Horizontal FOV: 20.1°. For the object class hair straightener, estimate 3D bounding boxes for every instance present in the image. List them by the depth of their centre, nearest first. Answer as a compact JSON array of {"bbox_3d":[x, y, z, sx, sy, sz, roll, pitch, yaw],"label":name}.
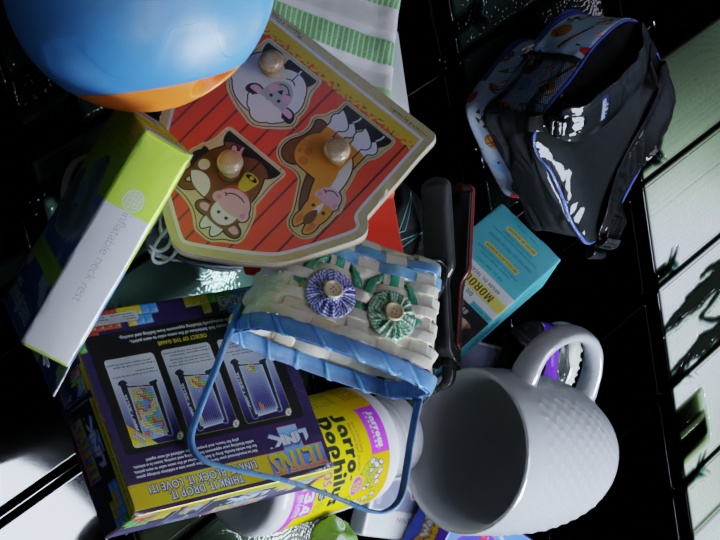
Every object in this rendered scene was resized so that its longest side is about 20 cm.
[{"bbox_3d":[0.060,0.016,1.790,0.077,0.041,0.202,14,80,-46],"label":"hair straightener"}]

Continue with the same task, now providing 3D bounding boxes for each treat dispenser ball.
[{"bbox_3d":[-0.159,-0.215,1.455,0.200,0.200,0.203,-15,111,-46],"label":"treat dispenser ball"}]

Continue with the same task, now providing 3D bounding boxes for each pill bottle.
[{"bbox_3d":[-0.036,0.160,1.763,0.199,0.104,0.105,-12,108,-47],"label":"pill bottle"}]

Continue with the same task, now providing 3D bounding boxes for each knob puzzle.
[{"bbox_3d":[-0.071,-0.088,1.540,0.221,0.218,0.031,-58,169,-20],"label":"knob puzzle"}]

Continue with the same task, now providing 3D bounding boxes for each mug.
[{"bbox_3d":[0.159,0.142,1.847,0.174,0.147,0.202,7,109,-47],"label":"mug"}]

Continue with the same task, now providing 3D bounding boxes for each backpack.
[{"bbox_3d":[0.205,-0.147,1.927,0.191,0.153,0.201,-47,137,-20],"label":"backpack"}]

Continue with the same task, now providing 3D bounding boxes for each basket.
[{"bbox_3d":[-0.030,0.072,1.571,0.175,0.139,0.202,17,83,-14],"label":"basket"}]

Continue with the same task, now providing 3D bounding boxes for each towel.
[{"bbox_3d":[-0.033,-0.212,1.651,0.151,0.023,0.202,16,68,-26],"label":"towel"}]

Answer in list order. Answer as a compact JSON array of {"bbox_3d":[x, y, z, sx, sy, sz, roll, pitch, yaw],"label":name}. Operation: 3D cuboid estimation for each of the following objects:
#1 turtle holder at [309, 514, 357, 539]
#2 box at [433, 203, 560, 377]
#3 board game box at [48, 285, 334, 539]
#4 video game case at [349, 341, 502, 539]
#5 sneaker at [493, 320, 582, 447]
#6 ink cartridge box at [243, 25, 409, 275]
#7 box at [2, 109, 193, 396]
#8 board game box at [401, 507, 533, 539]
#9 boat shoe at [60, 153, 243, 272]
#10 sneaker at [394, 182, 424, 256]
[{"bbox_3d":[-0.077,0.298,1.705,0.184,0.142,0.132,-21,127,5],"label":"turtle holder"},{"bbox_3d":[0.092,0.025,1.885,0.200,0.082,0.049,-39,168,-36],"label":"box"},{"bbox_3d":[-0.135,0.107,1.598,0.199,0.057,0.167,-8,71,-41],"label":"board game box"},{"bbox_3d":[0.075,0.162,1.952,0.181,0.023,0.202,15,88,-50],"label":"video game case"},{"bbox_3d":[0.147,0.144,1.970,0.099,0.069,0.202,8,92,-41],"label":"sneaker"},{"bbox_3d":[-0.032,-0.100,1.658,0.159,0.047,0.202,-1,75,-31],"label":"ink cartridge box"},{"bbox_3d":[-0.200,-0.019,1.488,0.047,0.122,0.201,29,95,-21],"label":"box"},{"bbox_3d":[0.104,0.302,1.980,0.200,0.045,0.135,36,83,-49],"label":"board game box"},{"bbox_3d":[-0.152,-0.040,1.613,0.199,0.061,0.076,29,79,-48],"label":"boat shoe"},{"bbox_3d":[0.000,0.000,1.801,0.201,0.075,0.080,-55,125,-36],"label":"sneaker"}]
